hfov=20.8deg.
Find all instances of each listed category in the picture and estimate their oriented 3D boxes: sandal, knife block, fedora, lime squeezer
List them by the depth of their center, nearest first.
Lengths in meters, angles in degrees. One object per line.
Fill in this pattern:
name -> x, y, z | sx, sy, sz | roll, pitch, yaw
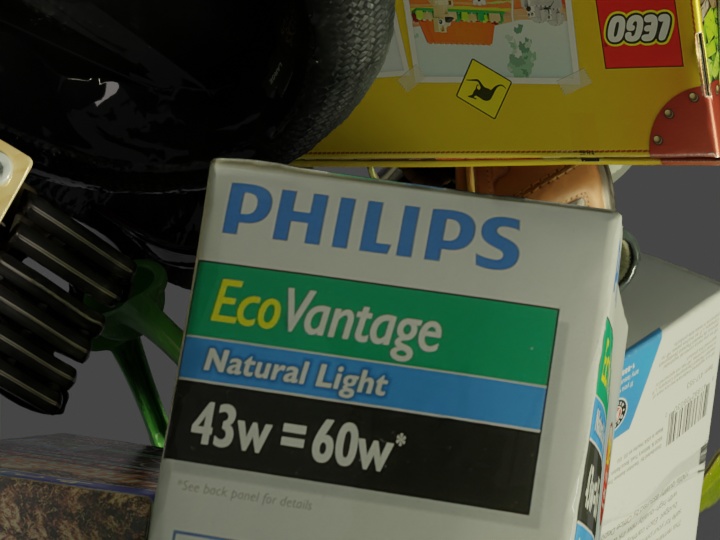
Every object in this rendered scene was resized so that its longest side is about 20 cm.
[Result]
fedora -> -0.081, -0.118, 0.605 | 0.092, 0.200, 0.201 | -79, 162, -45
knife block -> -0.165, -0.024, 0.620 | 0.199, 0.176, 0.064 | 30, 80, -11
lime squeezer -> -0.085, 0.027, 0.722 | 0.038, 0.071, 0.200 | -13, 171, -13
sandal -> -0.069, -0.032, 0.744 | 0.200, 0.048, 0.076 | 20, 94, -58

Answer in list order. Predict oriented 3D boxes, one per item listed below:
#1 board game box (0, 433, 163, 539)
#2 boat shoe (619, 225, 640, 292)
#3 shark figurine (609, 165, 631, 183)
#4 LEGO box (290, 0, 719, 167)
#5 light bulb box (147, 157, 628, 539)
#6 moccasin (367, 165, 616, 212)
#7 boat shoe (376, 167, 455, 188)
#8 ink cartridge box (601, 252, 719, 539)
board game box -> -0.100, 0.143, 0.669 | 0.200, 0.096, 0.160 | 20, 77, -80
boat shoe -> 0.062, 0.010, 0.941 | 0.200, 0.060, 0.076 | -31, 130, -43
shark figurine -> 0.114, -0.096, 0.885 | 0.090, 0.128, 0.215 | -52, 151, -35
LEGO box -> 0.032, -0.117, 0.666 | 0.077, 0.199, 0.150 | -43, 128, -52
light bulb box -> 0.013, 0.088, 0.631 | 0.198, 0.124, 0.201 | 51, 47, -77
moccasin -> 0.041, -0.059, 0.783 | 0.077, 0.202, 0.074 | -11, 130, -4
boat shoe -> 0.000, 0.000, 0.821 | 0.200, 0.067, 0.057 | -50, 166, -48
ink cartridge box -> 0.118, 0.107, 1.054 | 0.146, 0.086, 0.201 | -28, 131, -43
